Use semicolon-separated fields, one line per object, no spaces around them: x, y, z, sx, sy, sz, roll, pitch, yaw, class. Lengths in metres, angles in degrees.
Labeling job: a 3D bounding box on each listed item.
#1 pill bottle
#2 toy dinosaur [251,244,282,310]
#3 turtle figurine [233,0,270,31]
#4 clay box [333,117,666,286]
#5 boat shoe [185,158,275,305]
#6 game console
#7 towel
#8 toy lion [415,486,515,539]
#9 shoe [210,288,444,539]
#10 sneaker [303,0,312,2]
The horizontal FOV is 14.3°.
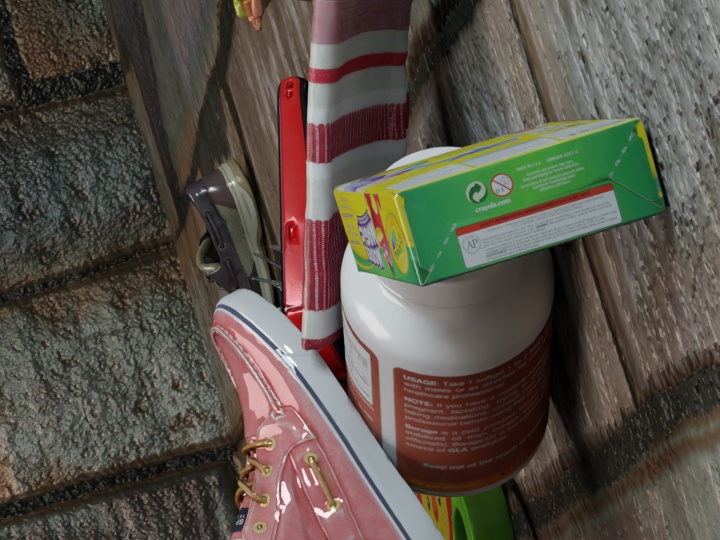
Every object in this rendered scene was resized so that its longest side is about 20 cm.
0.047;0.026;1.513;0.200;0.112;0.112;88;164;-57;pill bottle
-0.004;0.016;1.938;0.200;0.105;0.181;59;-171;12;toy dinosaur
-0.048;-0.248;1.782;0.161;0.064;0.200;-150;64;-77;turtle figurine
0.057;-0.033;1.319;0.200;0.115;0.048;-170;63;-82;clay box
-0.123;-0.017;2.704;0.072;0.065;0.200;-117;13;-44;boat shoe
0.000;0.000;1.687;0.200;0.031;0.177;40;-141;-60;game console
0.000;-0.066;1.562;0.144;0.023;0.200;-27;-60;-70;towel
0.067;0.165;1.849;0.200;0.069;0.192;171;90;-81;toy lion
-0.041;0.109;1.548;0.200;0.091;0.071;54;162;13;shoe
-0.012;-0.211;1.654;0.200;0.079;0.096;103;175;-77;sneaker
